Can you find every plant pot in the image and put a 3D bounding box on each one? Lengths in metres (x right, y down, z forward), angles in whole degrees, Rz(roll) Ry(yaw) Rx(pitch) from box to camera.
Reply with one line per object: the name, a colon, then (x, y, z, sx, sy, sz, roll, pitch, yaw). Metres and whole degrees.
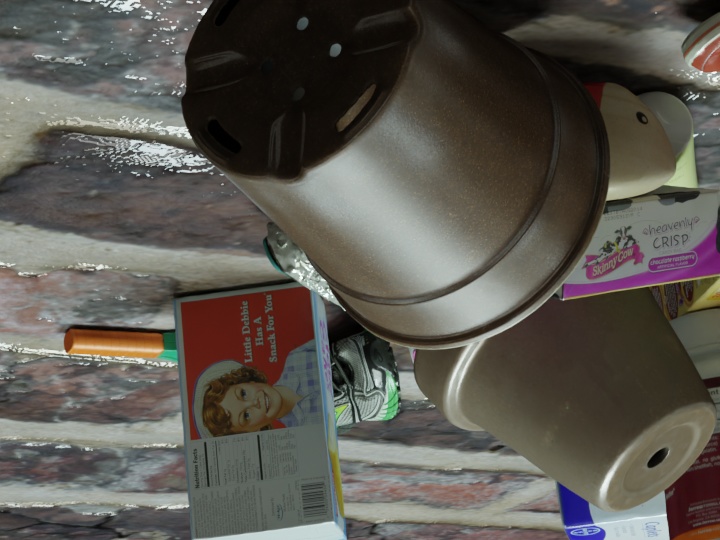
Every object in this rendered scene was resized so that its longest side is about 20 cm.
plant pot: (0.167, 0.079, 1.712, 0.200, 0.175, 0.200, -29, 147, -21)
plant pot: (0.011, -0.083, 1.323, 0.200, 0.200, 0.198, -16, 150, 26)

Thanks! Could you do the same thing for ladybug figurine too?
ladybug figurine: (0.099, -0.081, 1.467, 0.200, 0.072, 0.136, -3, -172, 8)

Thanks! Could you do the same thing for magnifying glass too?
magnifying glass: (-0.148, 0.063, 1.925, 0.200, 0.022, 0.080, 2, 160, -26)

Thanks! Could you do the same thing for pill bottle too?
pill bottle: (0.292, 0.138, 1.820, 0.114, 0.200, 0.114, -3, 160, -1)

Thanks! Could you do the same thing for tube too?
tube: (0.206, -0.068, 1.611, 0.052, 0.058, 0.200, -46, 165, -7)

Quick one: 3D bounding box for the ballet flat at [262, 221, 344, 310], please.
ballet flat: (0.000, 0.000, 1.722, 0.072, 0.072, 0.200, -14, 159, 22)

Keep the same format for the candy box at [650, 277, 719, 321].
candy box: (0.308, 0.011, 1.848, 0.117, 0.057, 0.200, 0, 159, -13)

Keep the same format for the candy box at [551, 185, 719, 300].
candy box: (0.125, -0.025, 1.541, 0.136, 0.061, 0.200, -8, -172, -32)

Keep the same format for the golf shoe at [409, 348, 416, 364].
golf shoe: (0.079, 0.025, 1.771, 0.075, 0.092, 0.200, 0, 159, -11)

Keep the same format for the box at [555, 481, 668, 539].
box: (0.307, 0.222, 2.375, 0.200, 0.105, 0.184, -9, 161, 8)

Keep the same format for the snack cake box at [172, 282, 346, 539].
snack cake box: (-0.080, 0.117, 1.820, 0.115, 0.200, 0.067, -8, 161, 6)

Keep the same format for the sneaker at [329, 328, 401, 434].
sneaker: (-0.027, 0.103, 1.965, 0.085, 0.078, 0.200, -7, 163, -27)

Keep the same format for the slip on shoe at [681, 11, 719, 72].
slip on shoe: (0.297, -0.138, 1.414, 0.200, 0.061, 0.074, -3, 162, -2)
